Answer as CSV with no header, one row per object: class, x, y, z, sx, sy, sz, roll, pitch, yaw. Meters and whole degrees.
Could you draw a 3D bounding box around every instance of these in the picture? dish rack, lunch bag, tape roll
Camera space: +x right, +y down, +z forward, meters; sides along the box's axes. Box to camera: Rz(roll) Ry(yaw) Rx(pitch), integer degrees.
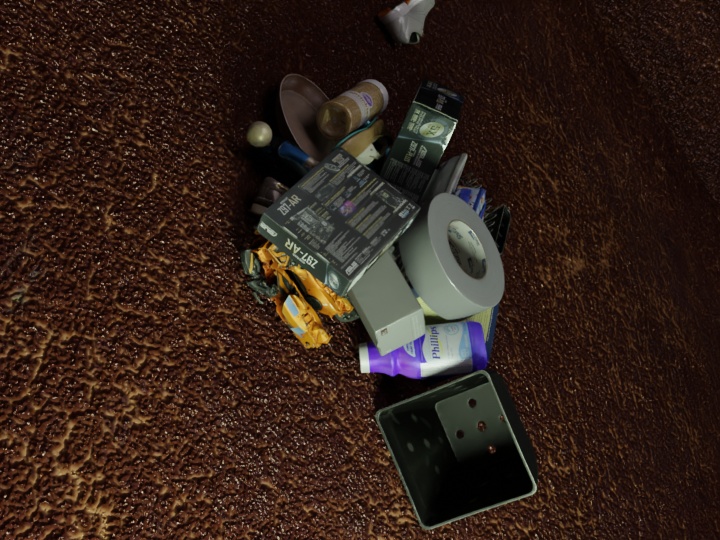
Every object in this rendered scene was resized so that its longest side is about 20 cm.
dish rack,0.226,-0.133,2.047,0.200,0.054,0.154,49,35,-22
lunch bag,0.187,-0.067,1.860,0.200,0.075,0.161,-63,163,-60
tape roll,0.148,-0.021,1.609,0.200,0.066,0.201,32,44,-37

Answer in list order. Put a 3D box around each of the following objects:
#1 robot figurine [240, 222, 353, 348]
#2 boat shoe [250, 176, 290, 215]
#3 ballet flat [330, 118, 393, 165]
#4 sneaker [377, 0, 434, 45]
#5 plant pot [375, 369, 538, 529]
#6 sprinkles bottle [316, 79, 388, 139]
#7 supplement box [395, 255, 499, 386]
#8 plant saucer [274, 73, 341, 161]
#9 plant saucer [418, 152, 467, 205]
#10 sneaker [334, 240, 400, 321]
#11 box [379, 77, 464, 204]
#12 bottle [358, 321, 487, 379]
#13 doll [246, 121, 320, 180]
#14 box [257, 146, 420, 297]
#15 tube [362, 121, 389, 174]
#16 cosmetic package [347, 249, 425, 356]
robot figurine,-0.094,0.009,1.479,0.200,0.058,0.145,58,47,-25
boat shoe,-0.084,-0.092,1.565,0.200,0.072,0.060,18,89,-43
ballet flat,0.012,-0.217,1.724,0.063,0.069,0.200,50,30,-3
sneaker,0.109,-0.538,2.150,0.200,0.076,0.092,-41,110,-48
plant pot,0.175,0.270,1.599,0.201,0.199,0.177,67,22,5
sprinkles bottle,-0.012,-0.284,1.750,0.068,0.068,0.200,59,28,-9
supplement box,0.123,0.048,1.711,0.200,0.134,0.200,46,37,-25
plant saucer,-0.083,-0.238,1.696,0.200,0.034,0.201,39,36,-37
plant saucer,0.140,-0.130,1.845,0.050,0.201,0.200,22,39,4
sneaker,0.000,0.000,1.637,0.066,0.090,0.200,46,62,-35
box,0.101,-0.217,1.762,0.086,0.200,0.164,25,26,-1
bottle,0.097,0.129,1.577,0.065,0.199,0.084,85,1,-53
doll,-0.104,-0.170,1.572,0.200,0.136,0.049,41,79,-39
box,-0.029,-0.076,1.453,0.160,0.044,0.200,37,49,7
tube,0.012,-0.200,1.810,0.078,0.050,0.200,56,29,-26
cosmetic package,0.018,0.017,1.514,0.200,0.090,0.107,58,-8,22
